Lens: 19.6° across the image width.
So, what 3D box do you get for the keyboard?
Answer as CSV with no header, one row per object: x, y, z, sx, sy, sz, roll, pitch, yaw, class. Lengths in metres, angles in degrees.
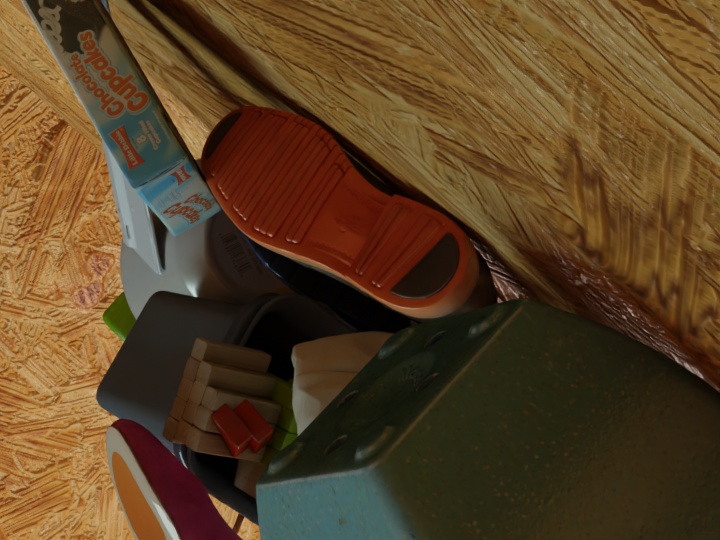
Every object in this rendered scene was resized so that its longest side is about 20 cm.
-0.151,-0.095,1.297,0.056,0.011,0.200,32,138,54,keyboard

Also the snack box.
-0.149,-0.121,1.169,0.200,0.037,0.116,59,179,12,snack box

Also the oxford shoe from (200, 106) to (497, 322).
-0.009,-0.023,1.127,0.200,0.071,0.073,37,179,34,oxford shoe

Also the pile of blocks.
-0.023,0.110,1.164,0.062,0.082,0.200,25,163,50,pile of blocks

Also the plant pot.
0.071,0.126,0.946,0.200,0.196,0.196,52,151,-12,plant pot

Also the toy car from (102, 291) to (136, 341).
-0.073,0.042,1.581,0.158,0.164,0.200,43,177,-33,toy car

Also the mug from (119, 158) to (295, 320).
-0.057,-0.007,1.364,0.187,0.149,0.153,19,170,-11,mug

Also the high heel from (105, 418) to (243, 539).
-0.059,0.151,1.152,0.200,0.096,0.067,57,154,-3,high heel

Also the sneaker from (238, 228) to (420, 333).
0.000,0.000,1.247,0.200,0.074,0.082,42,177,1,sneaker

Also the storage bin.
-0.061,0.101,1.266,0.134,0.146,0.200,15,162,49,storage bin

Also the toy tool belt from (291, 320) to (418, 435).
0.052,0.091,1.136,0.200,0.123,0.125,44,-147,-59,toy tool belt
